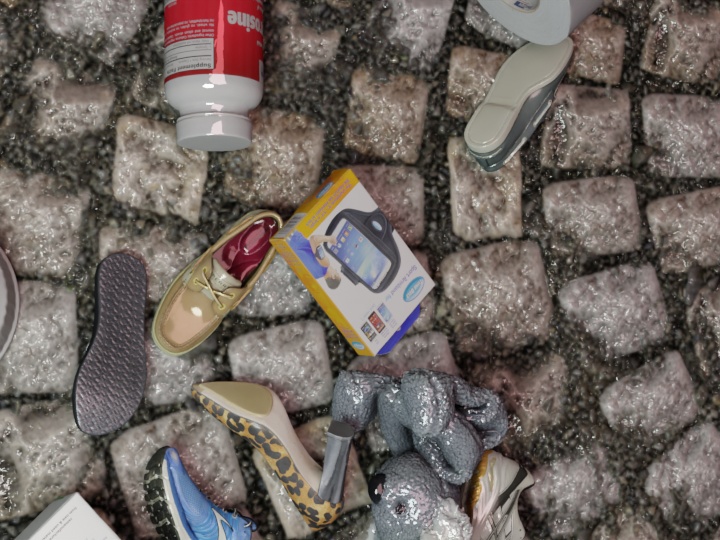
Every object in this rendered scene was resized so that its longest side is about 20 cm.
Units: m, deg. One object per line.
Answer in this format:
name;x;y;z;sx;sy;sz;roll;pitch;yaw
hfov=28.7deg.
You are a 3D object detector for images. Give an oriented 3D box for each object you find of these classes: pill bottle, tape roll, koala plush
pill bottle;-0.163;-0.240;1.563;0.110;0.112;0.203;1;84;-15
tape roll;0.190;-0.361;1.631;0.066;0.200;0.201;-42;95;-15
koala plush;0.070;0.223;1.546;0.182;0.176;0.203;18;75;-37

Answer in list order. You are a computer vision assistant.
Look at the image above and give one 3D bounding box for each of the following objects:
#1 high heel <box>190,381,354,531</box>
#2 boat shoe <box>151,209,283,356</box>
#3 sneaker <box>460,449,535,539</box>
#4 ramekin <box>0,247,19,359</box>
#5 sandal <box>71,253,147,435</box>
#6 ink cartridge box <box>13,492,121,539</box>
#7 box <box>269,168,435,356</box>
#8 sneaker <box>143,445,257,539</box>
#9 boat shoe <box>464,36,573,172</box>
high heel;-0.107;0.207;1.561;0.197;0.071;0.144;19;120;14
boat shoe;-0.157;0.007;1.557;0.074;0.066;0.201;39;75;-7
sneaker;0.146;0.310;1.603;0.087;0.076;0.203;20;81;-17
ramekin;-0.454;0.033;1.456;0.199;0.094;0.206;2;83;-15
sandal;-0.268;0.084;1.536;0.075;0.043;0.203;15;70;-21
ink cartridge box;-0.264;0.332;1.446;0.084;0.146;0.200;-44;97;-23
box;0.000;0.000;1.589;0.119;0.041;0.201;-48;112;-23
sneaker;-0.166;0.278;1.526;0.089;0.078;0.202;-29;98;-27
boat shoe;0.195;-0.202;1.697;0.201;0.072;0.062;-52;141;-22
